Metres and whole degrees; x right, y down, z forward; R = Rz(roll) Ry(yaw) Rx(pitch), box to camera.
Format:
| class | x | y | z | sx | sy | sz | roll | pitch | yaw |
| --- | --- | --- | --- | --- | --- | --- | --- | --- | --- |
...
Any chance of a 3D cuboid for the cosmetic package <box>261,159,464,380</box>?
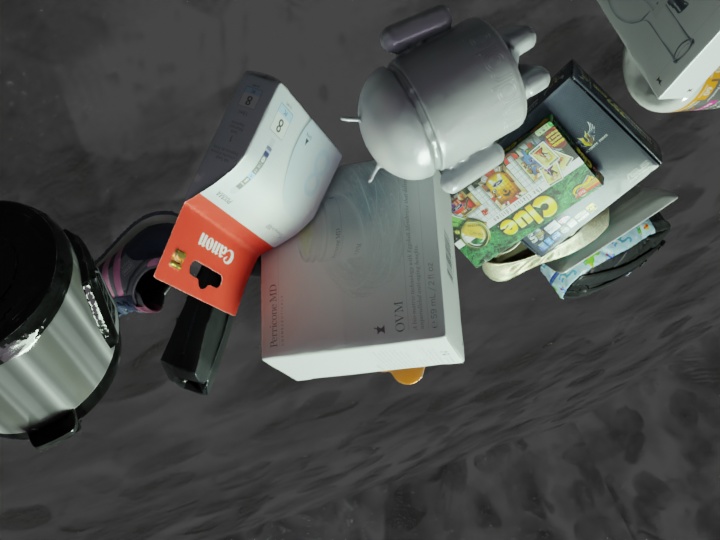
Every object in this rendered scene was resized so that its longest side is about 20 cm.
| class | x | y | z | sx | sy | sz | roll | pitch | yaw |
| --- | --- | --- | --- | --- | --- | --- | --- | --- | --- |
| cosmetic package | 0.000 | 0.000 | 0.873 | 0.195 | 0.204 | 0.123 | -9 | 160 | 15 |

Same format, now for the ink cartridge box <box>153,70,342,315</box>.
| class | x | y | z | sx | sy | sz | roll | pitch | yaw |
| --- | --- | --- | --- | --- | --- | --- | --- | --- | --- |
| ink cartridge box | -0.100 | -0.060 | 0.768 | 0.204 | 0.046 | 0.160 | -67 | 157 | -8 |

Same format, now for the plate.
| class | x | y | z | sx | sy | sz | roll | pitch | yaw |
| --- | --- | --- | --- | --- | --- | --- | --- | --- | --- |
| plate | 0.349 | -0.077 | 1.216 | 0.198 | 0.033 | 0.200 | -35 | -169 | 3 |

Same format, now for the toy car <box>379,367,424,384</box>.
| class | x | y | z | sx | sy | sz | roll | pitch | yaw |
| --- | --- | --- | --- | --- | --- | --- | --- | --- | --- |
| toy car | 0.031 | 0.046 | 1.032 | 0.173 | 0.205 | 0.185 | -10 | 160 | 7 |

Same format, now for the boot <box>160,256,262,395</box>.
| class | x | y | z | sx | sy | sz | roll | pitch | yaw |
| --- | --- | --- | --- | --- | --- | --- | --- | --- | --- |
| boot | -0.146 | 0.041 | 0.885 | 0.064 | 0.204 | 0.165 | 4 | 155 | 16 |

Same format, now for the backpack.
| class | x | y | z | sx | sy | sz | roll | pitch | yaw |
| --- | --- | --- | --- | --- | --- | --- | --- | --- | --- |
| backpack | 0.396 | -0.031 | 1.364 | 0.199 | 0.154 | 0.164 | -39 | 169 | -23 |

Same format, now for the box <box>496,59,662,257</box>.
| class | x | y | z | sx | sy | sz | roll | pitch | yaw |
| --- | --- | --- | --- | --- | --- | --- | --- | --- | --- |
| box | 0.238 | -0.129 | 0.982 | 0.157 | 0.051 | 0.200 | 38 | 126 | -14 |

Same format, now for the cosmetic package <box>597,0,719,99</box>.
| class | x | y | z | sx | sy | sz | roll | pitch | yaw |
| --- | --- | --- | --- | --- | --- | --- | --- | --- | --- |
| cosmetic package | 0.306 | -0.279 | 0.717 | 0.051 | 0.153 | 0.201 | -10 | 152 | -29 |

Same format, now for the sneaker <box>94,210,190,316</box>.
| class | x | y | z | sx | sy | sz | roll | pitch | yaw |
| --- | --- | --- | --- | --- | --- | --- | --- | --- | --- |
| sneaker | -0.255 | 0.022 | 0.885 | 0.069 | 0.083 | 0.200 | 2 | 145 | -46 |

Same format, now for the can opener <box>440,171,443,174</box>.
| class | x | y | z | sx | sy | sz | roll | pitch | yaw |
| --- | --- | --- | --- | --- | --- | --- | --- | --- | --- |
| can opener | 0.087 | -0.134 | 0.917 | 0.077 | 0.064 | 0.201 | -16 | 156 | -17 |

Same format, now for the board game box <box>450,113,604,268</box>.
| class | x | y | z | sx | sy | sz | roll | pitch | yaw |
| --- | --- | --- | --- | --- | --- | --- | --- | --- | --- |
| board game box | 0.184 | -0.090 | 0.979 | 0.104 | 0.024 | 0.199 | 42 | 126 | -17 |

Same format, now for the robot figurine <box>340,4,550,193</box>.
| class | x | y | z | sx | sy | sz | roll | pitch | yaw |
| --- | --- | --- | --- | --- | --- | --- | --- | --- | --- |
| robot figurine | 0.080 | -0.162 | 0.769 | 0.197 | 0.172 | 0.113 | -29 | -163 | -3 |

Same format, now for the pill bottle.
| class | x | y | z | sx | sy | sz | roll | pitch | yaw |
| --- | --- | --- | --- | --- | --- | --- | --- | --- | --- |
| pill bottle | 0.408 | -0.247 | 0.929 | 0.196 | 0.118 | 0.117 | -10 | 153 | -29 |

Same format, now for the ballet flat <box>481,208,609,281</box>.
| class | x | y | z | sx | sy | sz | roll | pitch | yaw |
| --- | --- | --- | --- | --- | --- | --- | --- | --- | --- |
| ballet flat | 0.258 | -0.046 | 1.126 | 0.197 | 0.068 | 0.062 | -30 | 141 | 10 |

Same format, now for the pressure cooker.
| class | x | y | z | sx | sy | sz | roll | pitch | yaw |
| --- | --- | --- | --- | --- | --- | --- | --- | --- | --- |
| pressure cooker | -0.321 | 0.056 | 0.753 | 0.175 | 0.179 | 0.202 | 12 | 148 | 14 |
